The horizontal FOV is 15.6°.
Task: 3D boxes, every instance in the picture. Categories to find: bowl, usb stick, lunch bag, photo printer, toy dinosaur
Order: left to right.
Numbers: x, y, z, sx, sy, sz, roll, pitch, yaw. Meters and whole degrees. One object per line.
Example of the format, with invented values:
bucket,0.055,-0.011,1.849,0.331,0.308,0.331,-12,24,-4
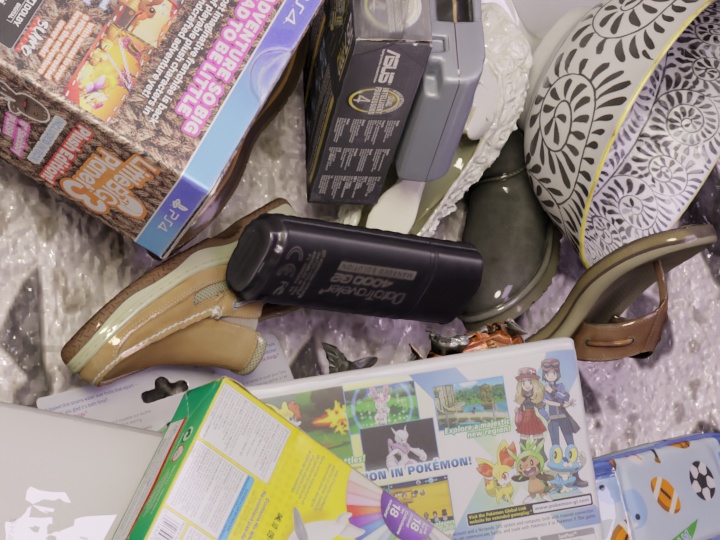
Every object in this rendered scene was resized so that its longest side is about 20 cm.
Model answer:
photo printer,-0.159,0.154,1.336,0.199,0.069,0.167,13,72,-14
usb stick,0.000,0.000,1.504,0.200,0.033,0.056,7,119,-51
toy dinosaur,0.052,0.079,1.527,0.200,0.135,0.103,-15,94,-80
lunch bag,0.124,0.153,1.548,0.200,0.160,0.076,-3,75,-47
bowl,0.158,-0.106,1.633,0.201,0.094,0.201,-45,154,-29

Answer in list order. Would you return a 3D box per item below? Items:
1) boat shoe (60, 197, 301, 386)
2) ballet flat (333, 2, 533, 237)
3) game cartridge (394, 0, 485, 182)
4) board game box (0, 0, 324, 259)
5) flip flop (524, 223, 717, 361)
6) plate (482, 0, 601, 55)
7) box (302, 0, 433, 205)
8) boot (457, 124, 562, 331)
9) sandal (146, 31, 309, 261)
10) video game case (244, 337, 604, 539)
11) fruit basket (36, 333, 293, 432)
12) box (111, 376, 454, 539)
boat shoe,-0.082,0.025,1.470,0.200,0.072,0.076,-33,88,-46
ballet flat,0.043,-0.067,1.571,0.072,0.072,0.200,27,93,-37
game cartridge,0.038,-0.160,1.501,0.040,0.133,0.201,3,64,-12
board game box,-0.139,-0.134,1.388,0.200,0.097,0.160,32,62,-6
flip flop,0.150,0.040,1.625,0.058,0.200,0.081,54,24,18
plate,0.102,-0.218,1.703,0.200,0.032,0.200,-30,97,-56
box,-0.001,-0.151,1.485,0.049,0.200,0.162,3,65,-8
boot,0.056,-0.086,1.644,0.200,0.072,0.182,56,35,-29
sandal,-0.085,-0.087,1.496,0.055,0.082,0.200,38,51,-13
video game case,0.032,0.140,1.412,0.199,0.022,0.183,-8,89,-11
fruit basket,-0.082,0.148,1.469,0.185,0.094,0.200,-16,77,-45
box,-0.025,0.157,1.333,0.200,0.048,0.118,37,61,-19
